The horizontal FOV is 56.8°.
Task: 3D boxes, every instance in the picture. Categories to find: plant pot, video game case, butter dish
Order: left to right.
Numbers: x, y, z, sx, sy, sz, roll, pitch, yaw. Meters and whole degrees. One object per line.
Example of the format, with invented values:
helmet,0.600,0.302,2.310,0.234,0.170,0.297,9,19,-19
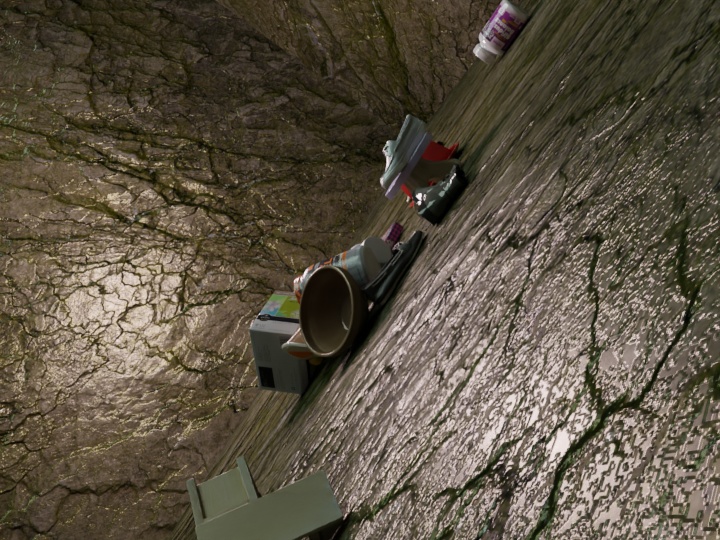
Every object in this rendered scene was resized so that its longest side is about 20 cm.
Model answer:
plant pot,-0.046,0.093,1.490,0.200,0.092,0.204,-12,75,49
video game case,0.040,-0.023,1.932,0.182,0.036,0.201,-51,8,49
butter dish,0.160,-0.292,1.856,0.201,0.147,0.200,-57,5,-1

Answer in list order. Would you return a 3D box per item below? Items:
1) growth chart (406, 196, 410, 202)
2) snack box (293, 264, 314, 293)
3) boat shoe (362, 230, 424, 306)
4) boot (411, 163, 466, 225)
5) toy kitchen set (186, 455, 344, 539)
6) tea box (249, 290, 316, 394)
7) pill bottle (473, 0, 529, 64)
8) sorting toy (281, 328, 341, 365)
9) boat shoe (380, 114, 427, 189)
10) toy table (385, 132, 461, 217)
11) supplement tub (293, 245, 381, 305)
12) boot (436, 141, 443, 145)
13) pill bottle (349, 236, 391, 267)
growth chart,0.213,-0.318,2.248,0.201,0.018,0.145,-57,6,10
snack box,-0.121,0.109,1.901,0.200,0.168,0.068,-51,7,35
boat shoe,0.074,-0.017,1.458,0.201,0.057,0.067,-58,6,-18
boot,0.183,-0.181,1.485,0.131,0.067,0.200,-50,14,15
toy kitchen set,-0.095,0.351,0.820,0.161,0.182,0.200,-21,37,-12
tea box,-0.196,0.192,1.814,0.197,0.132,0.202,-65,-24,-56
pill bottle,0.480,-0.820,2.298,0.201,0.112,0.113,-54,5,30
sorting toy,-0.066,0.142,1.635,0.200,0.107,0.180,-48,12,-34
boat shoe,0.092,-0.294,1.628,0.201,0.068,0.072,-59,5,-9
toy table,0.158,-0.233,1.674,0.200,0.116,0.185,-51,8,49
supplement tub,-0.053,0.028,1.605,0.198,0.124,0.123,-22,18,19
boot,0.226,-0.387,2.431,0.189,0.068,0.200,-49,13,4
pill bottle,0.000,0.000,1.749,0.200,0.111,0.112,-52,7,47
